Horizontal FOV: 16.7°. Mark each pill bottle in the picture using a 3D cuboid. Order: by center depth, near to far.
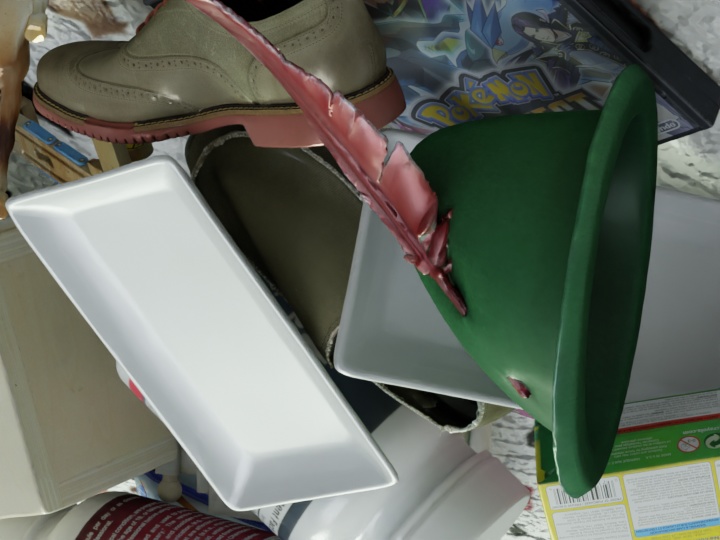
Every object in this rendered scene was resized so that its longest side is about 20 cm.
[{"bbox_3d":[-0.015,0.075,1.237,0.200,0.119,0.120,43,153,12],"label":"pill bottle"},{"bbox_3d":[-0.103,0.182,1.307,0.199,0.113,0.113,13,150,27],"label":"pill bottle"}]

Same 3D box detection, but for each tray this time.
[{"bbox_3d":[0.090,0.010,1.092,0.199,0.108,0.022,12,178,-14],"label":"tray"},{"bbox_3d":[-0.069,0.028,1.128,0.107,0.022,0.200,-12,124,38],"label":"tray"}]

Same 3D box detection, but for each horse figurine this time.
[{"bbox_3d":[-0.164,-0.121,1.102,0.050,0.133,0.200,4,145,-11],"label":"horse figurine"}]

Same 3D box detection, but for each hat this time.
[{"bbox_3d":[0.022,-0.019,1.013,0.175,0.166,0.201,8,106,14],"label":"hat"}]

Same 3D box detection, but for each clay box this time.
[{"bbox_3d":[0.152,0.143,1.120,0.114,0.048,0.201,-9,130,9],"label":"clay box"}]

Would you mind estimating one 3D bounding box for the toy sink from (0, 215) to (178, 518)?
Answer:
[{"bbox_3d":[-0.196,0.024,1.318,0.130,0.112,0.201,-11,97,42],"label":"toy sink"}]

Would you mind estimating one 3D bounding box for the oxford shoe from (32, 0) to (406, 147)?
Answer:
[{"bbox_3d":[-0.069,-0.099,1.076,0.199,0.070,0.075,2,117,35],"label":"oxford shoe"}]

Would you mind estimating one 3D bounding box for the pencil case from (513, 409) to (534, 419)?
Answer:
[{"bbox_3d":[0.140,0.038,1.176,0.199,0.083,0.087,13,143,17],"label":"pencil case"}]

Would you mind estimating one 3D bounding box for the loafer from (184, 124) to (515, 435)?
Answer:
[{"bbox_3d":[0.000,0.000,1.122,0.200,0.070,0.075,39,117,-3],"label":"loafer"}]

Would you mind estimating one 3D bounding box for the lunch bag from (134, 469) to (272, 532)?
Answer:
[{"bbox_3d":[-0.017,0.146,1.421,0.199,0.124,0.170,25,154,15],"label":"lunch bag"}]

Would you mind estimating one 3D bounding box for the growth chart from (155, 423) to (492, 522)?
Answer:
[{"bbox_3d":[-0.020,0.077,1.315,0.199,0.146,0.018,12,-175,11],"label":"growth chart"}]

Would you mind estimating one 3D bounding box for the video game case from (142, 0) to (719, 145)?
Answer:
[{"bbox_3d":[0.028,-0.099,1.083,0.180,0.026,0.199,39,147,-27],"label":"video game case"}]

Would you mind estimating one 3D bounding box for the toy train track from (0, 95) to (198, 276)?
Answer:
[{"bbox_3d":[-0.122,-0.048,1.199,0.200,0.032,0.115,32,145,48],"label":"toy train track"}]
